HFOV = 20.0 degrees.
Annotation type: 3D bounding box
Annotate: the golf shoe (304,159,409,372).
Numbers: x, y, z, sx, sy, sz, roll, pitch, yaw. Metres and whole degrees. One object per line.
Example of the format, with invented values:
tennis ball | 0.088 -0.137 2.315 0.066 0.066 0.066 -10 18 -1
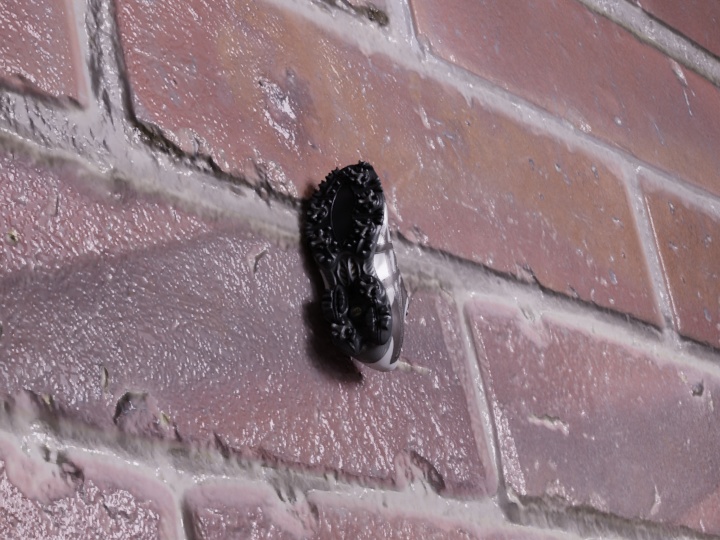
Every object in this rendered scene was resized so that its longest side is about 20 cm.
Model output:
golf shoe | 0.000 0.000 1.833 0.095 0.077 0.201 54 29 -55
